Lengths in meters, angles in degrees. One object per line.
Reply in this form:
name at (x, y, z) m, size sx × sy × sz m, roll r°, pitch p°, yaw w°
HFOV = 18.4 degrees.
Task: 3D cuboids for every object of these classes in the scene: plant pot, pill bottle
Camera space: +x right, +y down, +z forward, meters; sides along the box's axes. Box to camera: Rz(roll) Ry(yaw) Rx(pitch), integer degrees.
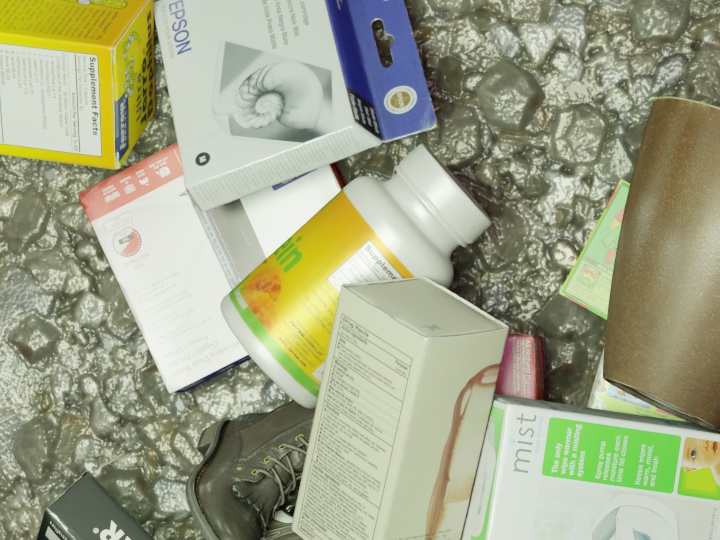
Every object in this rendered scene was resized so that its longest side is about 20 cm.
plant pot at (0.257, 0.006, 1.599) m, size 0.186 × 0.187 × 0.201 m, roll 23°, pitch 87°, yaw 9°
pill bottle at (0.000, 0.000, 1.689) m, size 0.200 × 0.111 × 0.111 m, roll -42°, pitch 82°, yaw 5°

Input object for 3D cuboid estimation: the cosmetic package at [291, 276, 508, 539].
cosmetic package at (0.027, 0.117, 1.618) m, size 0.103 × 0.087 × 0.201 m, roll 33°, pitch 119°, yaw 43°

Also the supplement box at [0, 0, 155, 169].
supplement box at (-0.272, -0.163, 1.772) m, size 0.198 × 0.110 × 0.110 m, roll 8°, pitch 122°, yaw 9°

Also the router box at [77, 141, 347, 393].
router box at (-0.099, -0.025, 1.788) m, size 0.199 × 0.049 × 0.180 m, roll -27°, pitch 84°, yaw 7°

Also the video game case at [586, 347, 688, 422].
video game case at (0.278, 0.094, 1.688) m, size 0.199 × 0.023 × 0.183 m, roll 17°, pitch 91°, yaw 8°

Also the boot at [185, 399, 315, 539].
boot at (-0.043, 0.138, 1.714) m, size 0.173 × 0.200 × 0.069 m, roll -26°, pitch 119°, yaw 13°

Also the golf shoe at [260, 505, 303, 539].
golf shoe at (-0.079, 0.235, 1.756) m, size 0.199 × 0.095 × 0.078 m, roll -8°, pitch 126°, yaw 41°

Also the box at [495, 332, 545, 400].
box at (0.096, 0.149, 1.725) m, size 0.095 × 0.100 × 0.202 m, roll -1°, pitch 88°, yaw 9°

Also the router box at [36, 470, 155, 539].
router box at (-0.170, 0.265, 1.740) m, size 0.200 × 0.149 × 0.051 m, roll 44°, pitch 63°, yaw 8°

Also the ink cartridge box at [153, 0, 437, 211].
ink cartridge box at (-0.056, -0.163, 1.744) m, size 0.199 × 0.041 × 0.201 m, roll -20°, pitch 55°, yaw 7°

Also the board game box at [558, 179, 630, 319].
board game box at (0.266, 0.023, 1.727) m, size 0.199 × 0.048 × 0.102 m, roll 30°, pitch 93°, yaw 9°

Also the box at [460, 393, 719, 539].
box at (0.164, 0.202, 1.625) m, size 0.175 × 0.097 × 0.202 m, roll 10°, pitch 90°, yaw -9°
